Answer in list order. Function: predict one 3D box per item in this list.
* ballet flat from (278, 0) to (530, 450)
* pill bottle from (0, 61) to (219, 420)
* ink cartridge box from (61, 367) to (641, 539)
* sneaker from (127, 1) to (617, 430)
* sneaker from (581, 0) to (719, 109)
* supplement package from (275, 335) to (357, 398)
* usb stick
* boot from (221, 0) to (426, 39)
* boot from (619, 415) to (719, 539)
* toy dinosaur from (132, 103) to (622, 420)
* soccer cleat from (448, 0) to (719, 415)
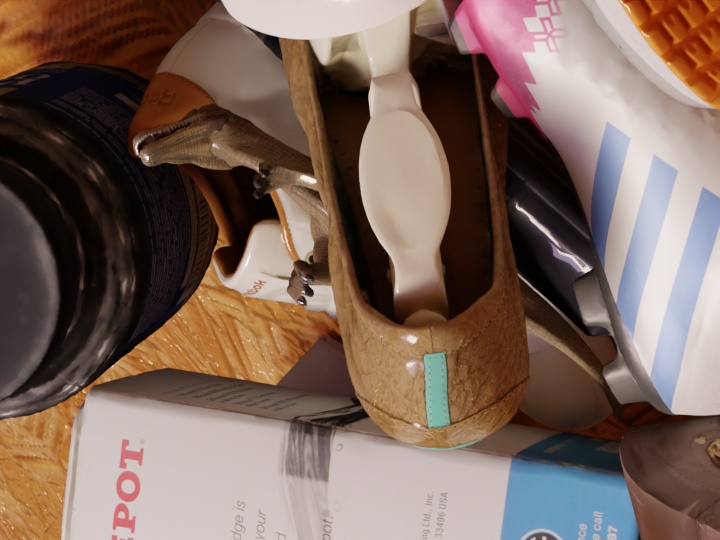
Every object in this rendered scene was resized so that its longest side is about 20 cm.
[{"bbox_3d":[0.011,-0.045,0.882,0.068,0.201,0.072,-7,148,2],"label":"ballet flat"},{"bbox_3d":[-0.121,-0.010,1.056,0.112,0.112,0.200,43,-167,0],"label":"pill bottle"},{"bbox_3d":[0.001,0.121,1.038,0.199,0.146,0.084,9,-173,16],"label":"ink cartridge box"},{"bbox_3d":[0.000,0.000,1.044,0.200,0.085,0.073,42,152,-3],"label":"sneaker"},{"bbox_3d":[0.049,-0.131,0.815,0.200,0.076,0.092,57,159,-13],"label":"sneaker"},{"bbox_3d":[0.005,0.149,1.210,0.120,0.121,0.200,27,149,27],"label":"supplement package"},{"bbox_3d":[0.020,-0.052,0.997,0.200,0.033,0.055,42,163,2],"label":"usb stick"},{"bbox_3d":[-0.039,-0.138,0.850,0.090,0.073,0.200,61,171,-33],"label":"boot"},{"bbox_3d":[0.154,0.148,0.911,0.186,0.064,0.201,25,133,43],"label":"boot"},{"bbox_3d":[0.024,-0.003,0.963,0.200,0.058,0.101,30,-163,-16],"label":"toy dinosaur"},{"bbox_3d":[0.089,-0.052,0.885,0.086,0.070,0.200,-17,110,22],"label":"soccer cleat"}]
